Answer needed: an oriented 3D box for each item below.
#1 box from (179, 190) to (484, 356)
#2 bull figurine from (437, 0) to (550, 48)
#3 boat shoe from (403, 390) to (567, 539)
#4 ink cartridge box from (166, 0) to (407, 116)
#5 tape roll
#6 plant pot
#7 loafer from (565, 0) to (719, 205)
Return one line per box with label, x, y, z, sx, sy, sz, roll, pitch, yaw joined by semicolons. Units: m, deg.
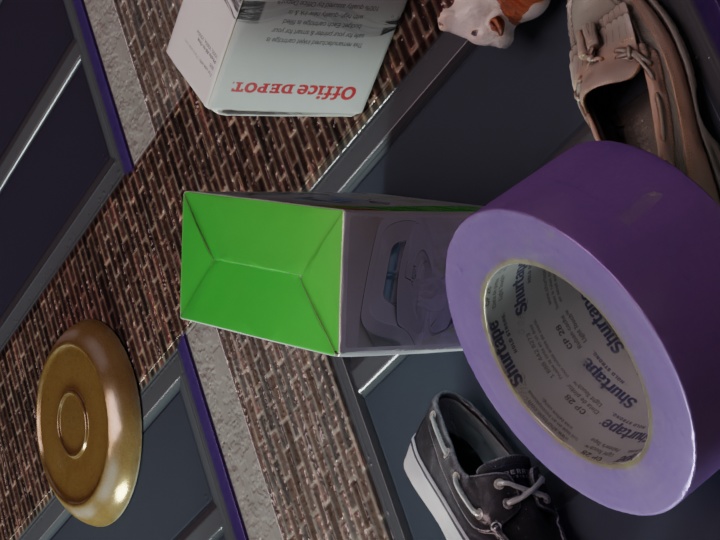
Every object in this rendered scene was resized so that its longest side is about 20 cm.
box;0.000;0.000;1.216;0.199;0.175;0.098;10;99;54
bull figurine;0.111;-0.226;1.136;0.199;0.065;0.122;-29;99;43
boat shoe;0.096;0.155;1.183;0.200;0.071;0.068;54;133;48
ink cartridge box;-0.041;-0.218;1.292;0.084;0.145;0.201;52;130;39
tape roll;0.144;0.033;1.022;0.200;0.085;0.201;40;148;31
plant pot;-0.271;0.149;1.729;0.199;0.027;0.203;4;95;55
loafer;0.166;-0.099;1.077;0.072;0.062;0.202;-47;55;45
